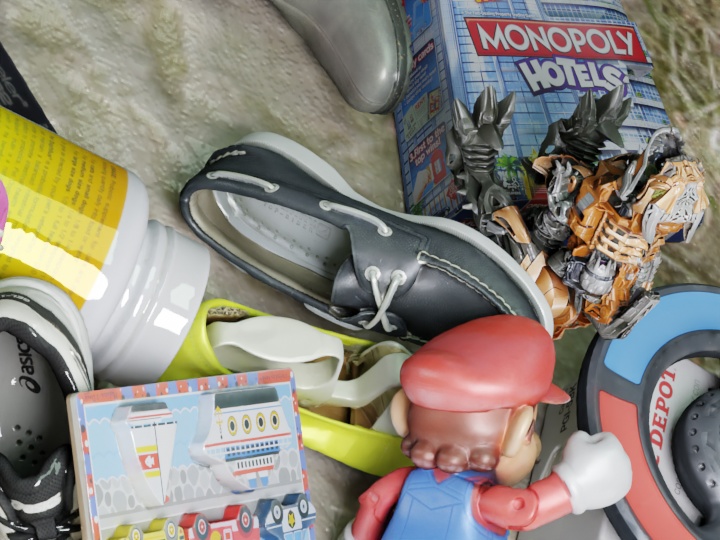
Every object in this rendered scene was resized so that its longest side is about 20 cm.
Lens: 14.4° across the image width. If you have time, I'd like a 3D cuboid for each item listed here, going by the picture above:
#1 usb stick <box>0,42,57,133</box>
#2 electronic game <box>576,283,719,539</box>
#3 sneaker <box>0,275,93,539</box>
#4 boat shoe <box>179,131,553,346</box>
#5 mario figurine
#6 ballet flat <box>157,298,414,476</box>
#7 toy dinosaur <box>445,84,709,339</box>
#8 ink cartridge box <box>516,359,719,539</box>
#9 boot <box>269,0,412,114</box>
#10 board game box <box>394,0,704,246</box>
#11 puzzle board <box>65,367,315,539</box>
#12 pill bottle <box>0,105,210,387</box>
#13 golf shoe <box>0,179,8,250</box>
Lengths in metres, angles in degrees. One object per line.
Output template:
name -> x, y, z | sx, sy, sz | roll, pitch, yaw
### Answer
usb stick -> -0.201, -0.108, 1.401 | 0.055, 0.033, 0.200 | -22, 76, -51
electronic game -> 0.194, 0.096, 1.434 | 0.200, 0.042, 0.200 | 18, 52, -25
sneaker -> -0.141, 0.105, 1.228 | 0.075, 0.088, 0.200 | -13, 95, 0
boat shoe -> 0.000, 0.000, 1.418 | 0.200, 0.076, 0.060 | 25, 35, 22
mario figurine -> 0.056, 0.120, 1.357 | 0.123, 0.106, 0.200 | 16, 82, -1
ballet flat -> -0.013, 0.056, 1.407 | 0.200, 0.067, 0.067 | 16, 53, -28
toy dinosaur -> 0.097, -0.018, 1.420 | 0.102, 0.200, 0.136 | 12, 53, -49
ink cartridge box -> 0.190, 0.148, 1.485 | 0.200, 0.083, 0.147 | 30, 48, -17
boot -> -0.064, -0.160, 1.522 | 0.130, 0.068, 0.200 | -9, 60, -35
board game box -> 0.092, -0.113, 1.599 | 0.200, 0.062, 0.200 | -3, 64, -37
puzzle board -> -0.065, 0.123, 1.268 | 0.200, 0.017, 0.151 | -3, 86, -65
pill bottle -> -0.173, -0.019, 1.306 | 0.200, 0.109, 0.109 | 27, 49, -18
golf shoe -> -0.230, 0.023, 1.196 | 0.092, 0.200, 0.075 | 43, 8, 28
